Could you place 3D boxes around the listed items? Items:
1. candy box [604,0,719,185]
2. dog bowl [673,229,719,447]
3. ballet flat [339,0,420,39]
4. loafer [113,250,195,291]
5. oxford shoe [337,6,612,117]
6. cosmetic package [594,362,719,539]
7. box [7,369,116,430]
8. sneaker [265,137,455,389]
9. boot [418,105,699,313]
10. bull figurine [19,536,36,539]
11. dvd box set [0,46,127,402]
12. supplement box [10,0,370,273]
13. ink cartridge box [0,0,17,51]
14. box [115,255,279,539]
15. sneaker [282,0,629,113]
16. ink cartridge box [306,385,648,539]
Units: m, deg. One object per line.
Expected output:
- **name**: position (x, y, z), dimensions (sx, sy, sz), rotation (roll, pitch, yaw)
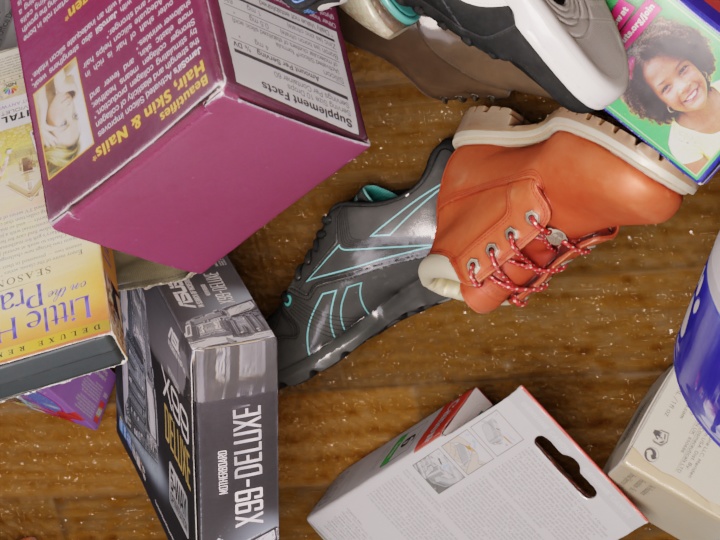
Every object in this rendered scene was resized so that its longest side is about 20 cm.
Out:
- **candy box**: position (0.122, -0.152, 1.425), dimensions (0.200, 0.169, 0.077), rotation (36, 114, -2)
- **dog bowl**: position (0.262, 0.044, 1.459), dimensions (0.200, 0.200, 0.079), rotation (24, 122, 6)
- **ballet flat**: position (-0.023, -0.192, 1.474), dimensions (0.062, 0.067, 0.200), rotation (-29, 63, 25)
- **loafer**: position (-0.162, -0.006, 1.484), dimensions (0.200, 0.070, 0.075), rotation (-5, 133, 24)
- **oxford shoe**: position (0.073, -0.122, 1.526), dimensions (0.200, 0.073, 0.085), rotation (24, 140, 6)
- **cosmetic package**: position (0.235, 0.131, 1.560), dimensions (0.200, 0.104, 0.073), rotation (31, 77, 4)
- **box**: position (-0.225, 0.037, 1.635), dimensions (0.137, 0.200, 0.039), rotation (18, 79, 10)
- **sneaker**: position (0.000, 0.000, 1.609), dimensions (0.200, 0.075, 0.079), rotation (-31, 93, 20)
- **boot**: position (0.097, -0.024, 1.465), dimensions (0.075, 0.107, 0.200), rotation (30, 168, -23)
- **bull figurine**: position (-0.185, 0.259, 1.784), dimensions (0.121, 0.065, 0.200), rotation (31, 141, 49)
- **dvd box set**: position (-0.196, -0.020, 1.436), dimensions (0.146, 0.200, 0.029), rotation (-17, 142, 6)
- **supplement box**: position (-0.089, -0.122, 1.399), dimensions (0.103, 0.200, 0.131), rotation (19, 138, -42)
- **ink cartridge box**: position (-0.186, -0.088, 1.569), dimensions (0.200, 0.147, 0.083), rotation (2, 135, 18)
- **box**: position (-0.093, 0.065, 1.596), dimensions (0.050, 0.200, 0.158), rotation (-8, 118, -15)
- **sneaker**: position (0.027, -0.134, 1.332), dimensions (0.112, 0.073, 0.200), rotation (-39, 88, 29)
- **ink cartridge box**: position (0.071, 0.129, 1.629), dimensions (0.109, 0.050, 0.200), rotation (47, 134, -8)
